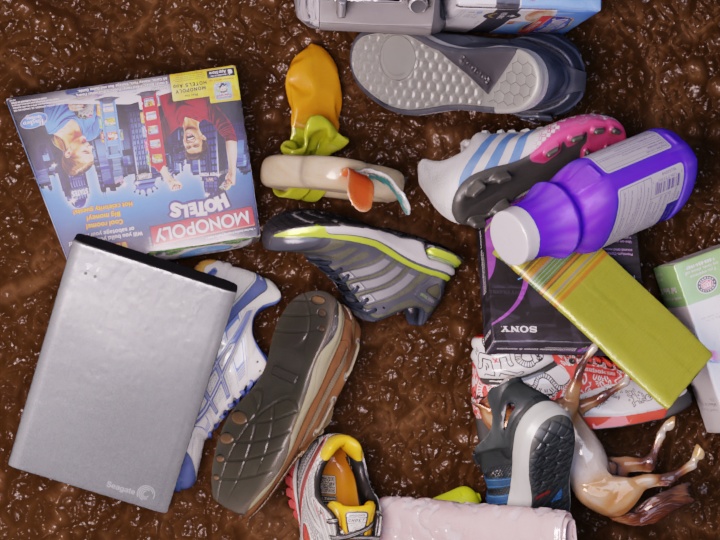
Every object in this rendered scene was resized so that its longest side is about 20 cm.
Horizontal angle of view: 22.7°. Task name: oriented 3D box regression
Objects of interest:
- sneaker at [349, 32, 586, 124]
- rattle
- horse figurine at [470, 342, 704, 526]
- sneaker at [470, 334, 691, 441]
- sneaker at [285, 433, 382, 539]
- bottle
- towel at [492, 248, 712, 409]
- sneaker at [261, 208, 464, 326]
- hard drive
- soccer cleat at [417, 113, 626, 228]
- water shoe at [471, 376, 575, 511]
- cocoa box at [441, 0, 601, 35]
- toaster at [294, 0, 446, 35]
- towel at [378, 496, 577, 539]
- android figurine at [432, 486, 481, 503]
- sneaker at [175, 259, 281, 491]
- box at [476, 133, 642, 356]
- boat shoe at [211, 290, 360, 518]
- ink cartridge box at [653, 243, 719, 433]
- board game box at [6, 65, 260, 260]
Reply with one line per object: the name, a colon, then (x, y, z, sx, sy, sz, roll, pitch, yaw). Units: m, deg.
sneaker: (0.103, -0.176, 1.595, 0.201, 0.146, 0.078, 14, 106, 31)
rattle: (-0.008, -0.118, 1.509, 0.129, 0.200, 0.144, 23, 85, -7)
horse figurine: (0.207, 0.150, 1.548, 0.132, 0.050, 0.200, -40, 97, 3)
sneaker: (0.195, 0.087, 1.601, 0.199, 0.067, 0.109, -8, 92, -6)
sneaker: (-0.020, 0.234, 1.523, 0.077, 0.082, 0.202, -2, 68, -24)
bottle: (0.197, -0.057, 1.520, 0.199, 0.084, 0.065, -23, 54, -32)
towel: (0.206, 0.029, 1.530, 0.200, 0.018, 0.086, 43, 51, 8)
sneaker: (0.000, 0.000, 1.548, 0.198, 0.074, 0.082, 14, 94, -32)
hard drive: (-0.195, 0.086, 1.474, 0.138, 0.033, 0.202, 17, 104, -6)
soccer cleat: (0.139, -0.101, 1.558, 0.198, 0.086, 0.070, -21, 131, -28)
water shoe: (0.135, 0.175, 1.525, 0.071, 0.079, 0.202, -17, 134, -30)
cocoa box: (0.135, -0.315, 1.571, 0.130, 0.133, 0.203, 1, 88, -9)
toaster: (0.003, -0.289, 1.542, 0.127, 0.114, 0.201, -2, 48, -6)
towel: (0.093, 0.289, 1.496, 0.032, 0.198, 0.194, -2, 91, -51)
android figurine: (0.104, 0.284, 1.595, 0.198, 0.041, 0.184, -19, 91, -7)
sneaker: (-0.120, 0.095, 1.548, 0.087, 0.075, 0.202, 13, 87, -8)
box: (0.175, -0.023, 1.586, 0.141, 0.036, 0.202, 1, 69, -9)
boat shoe: (-0.054, 0.119, 1.531, 0.074, 0.075, 0.201, 29, 89, -50)
ink cartridge box: (0.355, 0.074, 1.626, 0.116, 0.067, 0.202, -18, 90, -9)
board game box: (-0.188, -0.057, 1.525, 0.197, 0.062, 0.202, -8, 82, -2)
